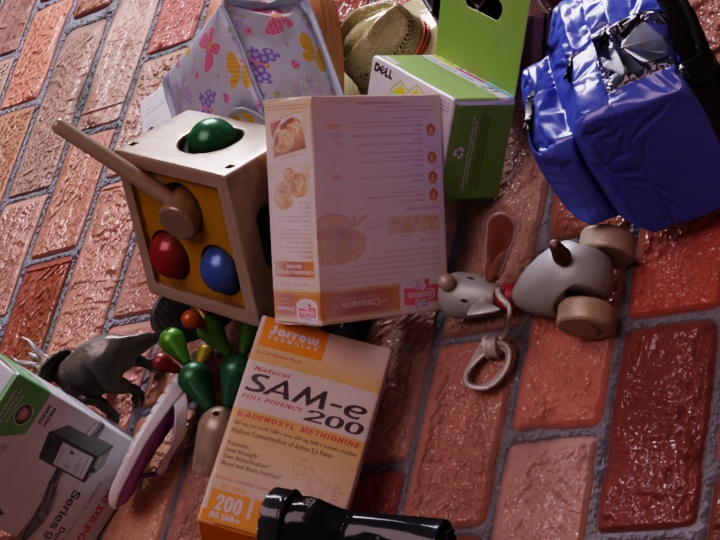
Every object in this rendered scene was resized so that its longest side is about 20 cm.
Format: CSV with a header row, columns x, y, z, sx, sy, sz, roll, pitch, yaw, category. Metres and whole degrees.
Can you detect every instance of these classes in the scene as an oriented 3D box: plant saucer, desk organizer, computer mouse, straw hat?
x,y,z,sx,sy,sz,roll,pitch,yaw,category
-0.052,-0.227,1.735,0.037,0.200,0.200,-6,43,-12,plant saucer
0.117,-0.272,1.631,0.077,0.072,0.200,-12,42,-11,desk organizer
0.000,0.000,1.604,0.059,0.034,0.200,128,157,-50,computer mouse
0.022,-0.234,1.709,0.201,0.085,0.201,-26,46,29,straw hat

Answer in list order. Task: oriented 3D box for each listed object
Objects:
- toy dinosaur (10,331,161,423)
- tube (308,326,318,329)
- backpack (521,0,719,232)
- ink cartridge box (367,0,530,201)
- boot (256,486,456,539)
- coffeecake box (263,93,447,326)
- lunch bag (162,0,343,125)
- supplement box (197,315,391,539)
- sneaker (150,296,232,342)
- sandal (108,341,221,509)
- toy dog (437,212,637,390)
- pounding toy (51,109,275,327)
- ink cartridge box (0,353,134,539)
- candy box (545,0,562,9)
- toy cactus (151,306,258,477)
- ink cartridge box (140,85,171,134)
x,y,z,sx,sy,sz,roll,pitch,yaw,category
-0.275,0.105,1.732,0.200,0.102,0.077,-19,50,35,toy dinosaur
-0.044,-0.027,1.650,0.052,0.058,0.200,-17,49,13,tube
0.223,-0.153,1.378,0.167,0.163,0.200,-16,44,17,backpack
0.078,-0.184,1.548,0.148,0.076,0.200,37,126,51,ink cartridge box
-0.003,0.282,1.341,0.168,0.076,0.201,11,111,20,boot
-0.002,-0.057,1.474,0.073,0.153,0.201,2,96,50,coffeecake box
-0.102,-0.149,1.625,0.170,0.127,0.200,-38,68,53,lunch bag
-0.057,0.155,1.458,0.126,0.074,0.200,14,66,4,supplement box
-0.153,0.004,1.705,0.200,0.074,0.088,-46,19,-27,sneaker
-0.187,0.158,1.645,0.050,0.082,0.203,30,80,7,sandal
0.139,0.008,1.405,0.200,0.096,0.132,-26,45,28,toy dog
-0.157,-0.064,1.525,0.184,0.200,0.142,15,37,40,pounding toy
-0.332,0.190,1.648,0.084,0.200,0.146,26,81,47,ink cartridge box
0.170,-0.330,1.613,0.056,0.117,0.200,-37,41,13,candy box
-0.124,0.119,1.572,0.200,0.102,0.165,16,87,18,toy cactus
-0.164,-0.140,1.823,0.146,0.086,0.200,-33,41,22,ink cartridge box
